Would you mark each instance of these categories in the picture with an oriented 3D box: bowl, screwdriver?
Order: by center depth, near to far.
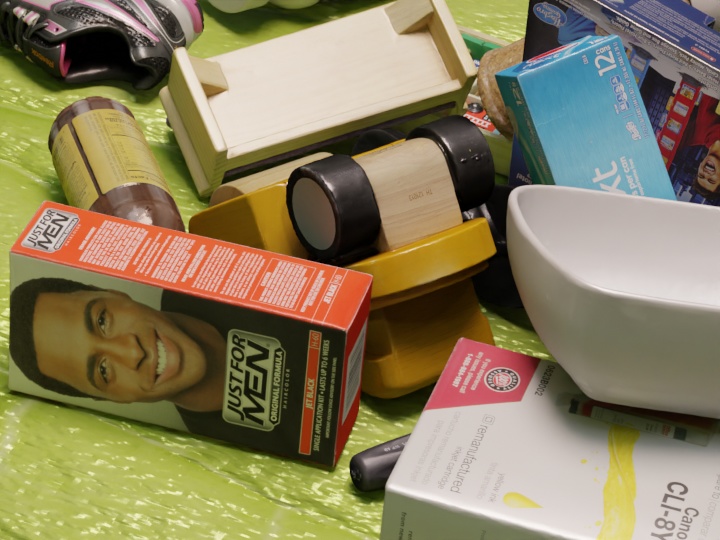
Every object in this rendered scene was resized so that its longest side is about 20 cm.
[{"bbox_3d":[0.177,0.021,1.292,0.198,0.075,0.200,7,18,-10],"label":"bowl"},{"bbox_3d":[0.081,0.092,1.380,0.199,0.028,0.029,-15,11,-30],"label":"screwdriver"}]

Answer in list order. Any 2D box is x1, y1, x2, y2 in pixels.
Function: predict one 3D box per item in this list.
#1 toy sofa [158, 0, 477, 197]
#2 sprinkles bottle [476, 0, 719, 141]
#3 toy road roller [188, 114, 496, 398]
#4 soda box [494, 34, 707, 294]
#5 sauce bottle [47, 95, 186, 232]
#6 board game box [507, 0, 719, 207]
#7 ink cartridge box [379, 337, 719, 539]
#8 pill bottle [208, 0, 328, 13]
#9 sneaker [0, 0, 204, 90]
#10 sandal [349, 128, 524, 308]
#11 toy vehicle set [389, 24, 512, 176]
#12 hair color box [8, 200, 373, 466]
[{"bbox_3d":[-0.029,-0.117,1.598,0.199,0.098,0.083,-18,70,-18],"label":"toy sofa"},{"bbox_3d":[0.168,-0.145,1.526,0.199,0.068,0.068,-24,15,38],"label":"sprinkles bottle"},{"bbox_3d":[0.000,0.000,1.442,0.122,0.147,0.199,-20,5,-32],"label":"toy road roller"},{"bbox_3d":[0.147,-0.034,1.407,0.067,0.201,0.064,-21,8,-7],"label":"soda box"},{"bbox_3d":[-0.145,-0.032,1.487,0.064,0.065,0.200,-6,38,-17],"label":"sauce bottle"},{"bbox_3d":[0.170,-0.064,1.476,0.199,0.201,0.062,33,36,20],"label":"board game box"},{"bbox_3d":[0.123,0.127,1.246,0.198,0.084,0.145,14,35,12],"label":"ink cartridge box"},{"bbox_3d":[-0.027,-0.261,1.787,0.199,0.117,0.116,-21,43,-34],"label":"pill bottle"},{"bbox_3d":[-0.215,-0.176,1.673,0.198,0.081,0.087,8,45,13],"label":"sneaker"},{"bbox_3d":[0.053,-0.030,1.507,0.048,0.076,0.200,-7,25,-43],"label":"sandal"},{"bbox_3d":[0.108,-0.112,1.674,0.199,0.027,0.124,22,38,21],"label":"toy vehicle set"},{"bbox_3d":[-0.098,0.036,1.364,0.198,0.102,0.061,12,35,10],"label":"hair color box"}]
